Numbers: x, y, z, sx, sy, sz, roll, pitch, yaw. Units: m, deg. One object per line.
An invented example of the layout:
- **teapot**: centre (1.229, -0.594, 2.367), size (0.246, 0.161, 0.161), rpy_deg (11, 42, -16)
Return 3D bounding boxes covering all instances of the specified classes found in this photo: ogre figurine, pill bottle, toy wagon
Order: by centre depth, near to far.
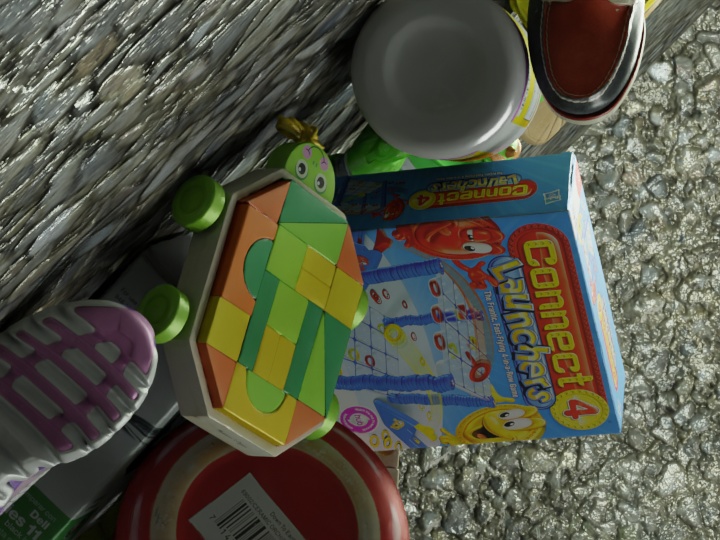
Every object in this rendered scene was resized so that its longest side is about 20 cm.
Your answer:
- **toy wagon**: centre (-0.051, 0.002, 1.318), size (0.039, 0.155, 0.201), rpy_deg (0, -115, 39)
- **pill bottle**: centre (0.058, -0.120, 1.410), size (0.104, 0.104, 0.200), rpy_deg (-46, 175, 7)
- **ogre figurine**: centre (0.063, -0.109, 1.622), size (0.199, 0.099, 0.120), rpy_deg (-6, 170, -25)

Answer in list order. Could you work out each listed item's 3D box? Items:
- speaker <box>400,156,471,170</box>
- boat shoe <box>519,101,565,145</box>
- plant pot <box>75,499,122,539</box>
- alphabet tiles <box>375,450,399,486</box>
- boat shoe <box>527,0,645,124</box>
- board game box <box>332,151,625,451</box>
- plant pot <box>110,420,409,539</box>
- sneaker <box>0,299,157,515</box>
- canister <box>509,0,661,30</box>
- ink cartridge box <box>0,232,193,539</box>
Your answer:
- **speaker**: centre (0.033, -0.053, 1.847), size (0.088, 0.088, 0.200), rpy_deg (-41, 173, -41)
- **boat shoe**: centre (0.112, -0.152, 1.809), size (0.072, 0.065, 0.200), rpy_deg (-54, 156, 7)
- **plant pot**: centre (-0.117, 0.174, 1.617), size (0.193, 0.201, 0.200), rpy_deg (-34, 174, -5)
- **alphabet tiles**: centre (-0.068, 0.106, 1.553), size (0.006, 0.199, 0.167), rpy_deg (130, -33, -68)
- **boat shoe**: centre (0.138, -0.187, 1.330), size (0.063, 0.071, 0.201), rpy_deg (71, 28, -74)
- **board game box**: centre (0.059, 0.026, 1.465), size (0.195, 0.201, 0.056), rpy_deg (-5, -139, 15)
- **plant pot**: centre (-0.060, 0.185, 1.418), size (0.200, 0.200, 0.183), rpy_deg (-43, 169, -21)
- **sneaker**: centre (-0.191, 0.085, 1.240), size (0.200, 0.081, 0.088), rpy_deg (-41, -178, 10)
- **canister**: centre (0.186, -0.223, 1.730), size (0.149, 0.087, 0.200), rpy_deg (-45, 177, 3)
- **ink cartridge box**: centre (-0.150, 0.077, 1.415), size (0.200, 0.083, 0.147), rpy_deg (-47, 175, 13)
